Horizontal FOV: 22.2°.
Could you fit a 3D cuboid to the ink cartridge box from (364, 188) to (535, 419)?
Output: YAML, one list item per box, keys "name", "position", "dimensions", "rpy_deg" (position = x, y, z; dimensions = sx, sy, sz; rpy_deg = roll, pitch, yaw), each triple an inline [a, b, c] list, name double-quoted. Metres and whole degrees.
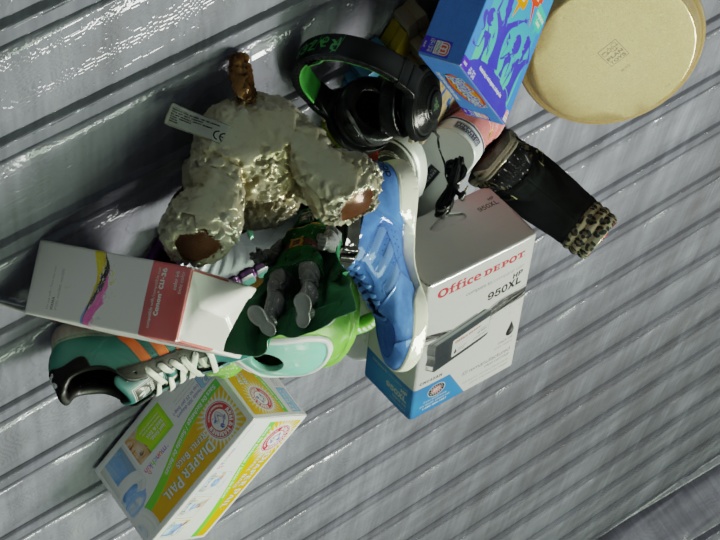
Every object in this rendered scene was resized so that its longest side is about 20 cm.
- name: "ink cartridge box"
  position: [0.089, 0.034, 1.871]
  dimensions: [0.144, 0.084, 0.201]
  rpy_deg: [-26, 143, -28]

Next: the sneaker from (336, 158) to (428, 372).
- name: "sneaker"
  position: [-0.001, 0.000, 1.725]
  dimensions: [0.110, 0.077, 0.202]
  rpy_deg: [-7, 101, -29]

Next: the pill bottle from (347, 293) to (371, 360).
- name: "pill bottle"
  position: [0.057, 0.009, 1.991]
  dimensions: [0.199, 0.111, 0.111]
  rpy_deg: [-26, 153, -29]

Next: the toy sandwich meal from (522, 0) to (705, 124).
- name: "toy sandwich meal"
  position: [0.229, -0.227, 1.760]
  dimensions: [0.203, 0.071, 0.206]
  rpy_deg: [-4, 130, -5]

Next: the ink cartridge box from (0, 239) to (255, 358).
- name: "ink cartridge box"
  position: [-0.207, 0.022, 1.594]
  dimensions: [0.116, 0.198, 0.068]
  rpy_deg: [22, 79, -64]

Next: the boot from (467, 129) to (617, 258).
- name: "boot"
  position: [0.192, -0.077, 1.936]
  dimensions: [0.074, 0.153, 0.204]
  rpy_deg: [-51, 176, 4]

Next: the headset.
- name: "headset"
  position: [0.022, -0.130, 1.617]
  dimensions: [0.199, 0.123, 0.095]
  rpy_deg: [34, 63, -33]

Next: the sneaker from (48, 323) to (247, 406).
- name: "sneaker"
  position: [-0.188, 0.087, 1.690]
  dimensions: [0.198, 0.080, 0.072]
  rpy_deg: [-7, 142, 4]

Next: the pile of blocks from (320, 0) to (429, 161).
- name: "pile of blocks"
  position: [0.016, -0.155, 1.702]
  dimensions: [0.082, 0.062, 0.201]
  rpy_deg: [-17, 147, -42]

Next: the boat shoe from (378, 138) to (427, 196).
- name: "boat shoe"
  position: [0.006, -0.058, 1.830]
  dimensions: [0.064, 0.071, 0.201]
  rpy_deg: [-44, 167, -44]

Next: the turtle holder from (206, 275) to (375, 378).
- name: "turtle holder"
  position: [-0.089, 0.039, 1.822]
  dimensions: [0.131, 0.142, 0.185]
  rpy_deg: [-18, -167, -39]

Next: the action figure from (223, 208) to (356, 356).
- name: "action figure"
  position: [-0.054, -0.002, 1.584]
  dimensions: [0.117, 0.055, 0.200]
  rpy_deg: [-13, -157, 11]

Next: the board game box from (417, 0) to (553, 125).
- name: "board game box"
  position: [0.125, -0.248, 1.609]
  dimensions: [0.201, 0.045, 0.152]
  rpy_deg: [-69, 157, -7]

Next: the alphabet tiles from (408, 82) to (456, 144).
- name: "alphabet tiles"
  position: [0.098, -0.212, 1.707]
  dimensions: [0.167, 0.006, 0.201]
  rpy_deg: [-52, 166, -36]

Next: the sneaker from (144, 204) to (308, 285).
- name: "sneaker"
  position: [-0.137, -0.020, 1.702]
  dimensions: [0.200, 0.075, 0.088]
  rpy_deg: [-39, 152, -1]

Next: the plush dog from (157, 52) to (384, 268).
- name: "plush dog"
  position: [-0.097, -0.088, 1.598]
  dimensions: [0.198, 0.162, 0.172]
  rpy_deg: [-17, 169, -13]

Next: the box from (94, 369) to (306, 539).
- name: "box"
  position: [-0.170, 0.184, 1.961]
  dimensions: [0.200, 0.113, 0.101]
  rpy_deg: [-51, 155, 21]

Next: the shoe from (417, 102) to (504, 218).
- name: "shoe"
  position: [0.076, -0.107, 1.861]
  dimensions: [0.091, 0.071, 0.200]
  rpy_deg: [-48, -177, -42]
